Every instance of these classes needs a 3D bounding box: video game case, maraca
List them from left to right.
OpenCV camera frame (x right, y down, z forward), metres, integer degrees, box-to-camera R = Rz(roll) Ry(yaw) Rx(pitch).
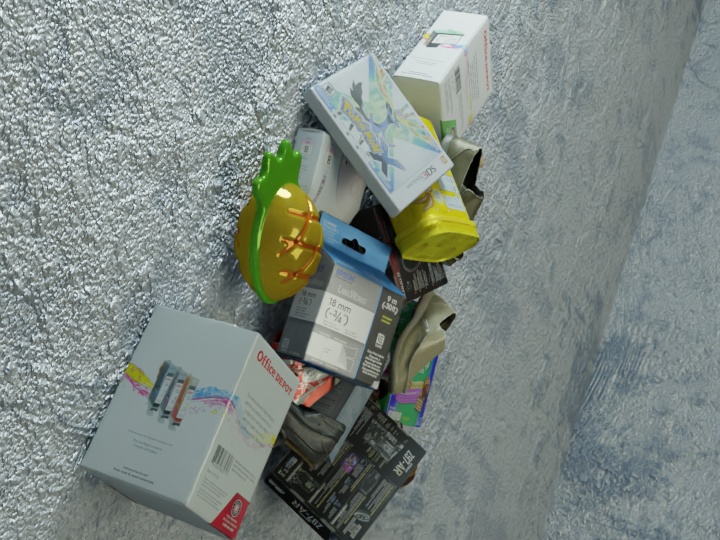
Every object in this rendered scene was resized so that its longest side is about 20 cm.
[{"bbox_3d":[-0.100,-0.056,1.333,0.137,0.105,0.203,-50,145,-57],"label":"maraca"},{"bbox_3d":[0.029,-0.189,1.493,0.201,0.022,0.182,53,38,-3],"label":"video game case"}]

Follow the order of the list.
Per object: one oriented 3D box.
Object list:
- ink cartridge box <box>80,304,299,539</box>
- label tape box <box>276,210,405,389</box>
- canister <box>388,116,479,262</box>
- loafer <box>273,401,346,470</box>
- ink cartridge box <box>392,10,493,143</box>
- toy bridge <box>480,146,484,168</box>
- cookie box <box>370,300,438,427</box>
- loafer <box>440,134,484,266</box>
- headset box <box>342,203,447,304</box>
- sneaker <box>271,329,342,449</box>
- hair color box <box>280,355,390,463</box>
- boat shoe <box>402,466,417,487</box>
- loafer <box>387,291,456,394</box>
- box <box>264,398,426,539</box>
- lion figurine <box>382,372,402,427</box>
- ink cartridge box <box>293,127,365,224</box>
[{"bbox_3d":[-0.183,0.168,1.221,0.202,0.143,0.146,-66,154,-21],"label":"ink cartridge box"},{"bbox_3d":[-0.015,0.041,1.471,0.143,0.063,0.203,25,78,-40],"label":"label tape box"},{"bbox_3d":[0.084,-0.123,1.598,0.148,0.086,0.203,6,60,-56],"label":"canister"},{"bbox_3d":[-0.109,0.197,1.409,0.198,0.073,0.073,29,81,-27],"label":"loafer"},{"bbox_3d":[0.135,-0.299,1.745,0.201,0.083,0.146,-55,148,-38],"label":"ink cartridge box"},{"bbox_3d":[0.152,-0.157,1.787,0.199,0.027,0.068,-22,105,-54],"label":"toy bridge"},{"bbox_3d":[0.068,0.154,1.845,0.171,0.074,0.203,24,79,-64],"label":"cookie box"},{"bbox_3d":[0.152,-0.106,1.681,0.075,0.069,0.204,-16,111,-62],"label":"loafer"},{"bbox_3d":[0.044,-0.026,1.638,0.199,0.074,0.151,-22,96,-61],"label":"headset box"},{"bbox_3d":[-0.108,0.152,1.487,0.201,0.067,0.109,-42,119,-29],"label":"sneaker"},{"bbox_3d":[-0.043,0.171,1.584,0.201,0.098,0.061,-58,149,-35],"label":"hair color box"},{"bbox_3d":[-0.012,0.317,1.668,0.071,0.197,0.071,-114,-150,-55],"label":"boat shoe"},{"bbox_3d":[0.097,0.112,1.696,0.076,0.067,0.201,95,18,-51],"label":"loafer"},{"bbox_3d":[-0.020,0.286,1.598,0.200,0.160,0.044,-47,178,-35],"label":"box"},{"bbox_3d":[-0.006,0.217,1.715,0.073,0.120,0.203,-49,131,-69],"label":"lion figurine"},{"bbox_3d":[-0.056,-0.076,1.492,0.162,0.056,0.204,18,81,-66],"label":"ink cartridge box"}]
